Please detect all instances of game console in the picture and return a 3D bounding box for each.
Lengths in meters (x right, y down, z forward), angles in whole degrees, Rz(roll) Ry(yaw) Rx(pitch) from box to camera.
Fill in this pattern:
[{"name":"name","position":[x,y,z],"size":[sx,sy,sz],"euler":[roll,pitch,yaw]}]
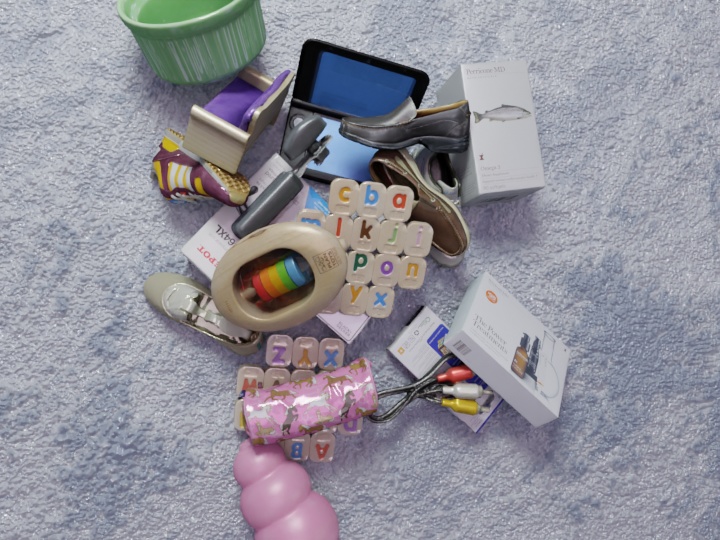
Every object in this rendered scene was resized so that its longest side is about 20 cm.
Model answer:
[{"name":"game console","position":[-0.014,-0.224,0.886],"size":[0.197,0.116,0.179],"euler":[13,84,-9]}]

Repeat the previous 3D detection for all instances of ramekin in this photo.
[{"name":"ramekin","position":[-0.230,-0.356,0.820],"size":[0.197,0.098,0.202],"euler":[-5,52,6]}]

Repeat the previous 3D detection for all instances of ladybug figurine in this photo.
[{"name":"ladybug figurine","position":[-0.103,0.003,0.767],"size":[0.197,0.072,0.137],"euler":[-21,106,13]}]

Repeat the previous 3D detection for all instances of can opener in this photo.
[{"name":"can opener","position":[-0.111,-0.127,0.807],"size":[0.066,0.053,0.201],"euler":[41,80,-22]}]

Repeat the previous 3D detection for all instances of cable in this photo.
[{"name":"cable","position":[0.102,0.180,0.881],"size":[0.197,0.050,0.099],"euler":[-5,86,-12]}]

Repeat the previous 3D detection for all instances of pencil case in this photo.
[{"name":"pencil case","position":[-0.070,0.186,0.825],"size":[0.197,0.083,0.088],"euler":[-12,82,-9]}]

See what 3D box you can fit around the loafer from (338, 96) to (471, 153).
[{"name":"loafer","position":[0.066,-0.219,0.844],"size":[0.197,0.073,0.073],"euler":[-1,121,-12]}]

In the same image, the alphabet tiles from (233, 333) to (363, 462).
[{"name":"alphabet tiles","position":[-0.090,0.196,0.873],"size":[0.197,0.015,0.199],"euler":[5,98,-11]}]

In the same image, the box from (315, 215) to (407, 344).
[{"name":"box","position":[0.000,0.000,0.899],"size":[0.116,0.060,0.201],"euler":[39,82,-6]}]

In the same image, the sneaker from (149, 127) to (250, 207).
[{"name":"sneaker","position":[-0.232,-0.123,0.824],"size":[0.200,0.075,0.091],"euler":[40,103,36]}]

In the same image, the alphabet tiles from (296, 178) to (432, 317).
[{"name":"alphabet tiles","position":[0.002,-0.028,0.826],"size":[0.197,0.015,0.199],"euler":[5,109,-12]}]

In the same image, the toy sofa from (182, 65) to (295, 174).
[{"name":"toy sofa","position":[-0.166,-0.232,0.813],"size":[0.082,0.201,0.098],"euler":[27,126,-8]}]

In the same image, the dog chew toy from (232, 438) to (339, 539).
[{"name":"dog chew toy","position":[-0.115,0.333,0.830],"size":[0.123,0.125,0.202],"euler":[-29,86,-11]}]

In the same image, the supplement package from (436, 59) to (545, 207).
[{"name":"supplement package","position":[0.206,-0.215,0.927],"size":[0.115,0.117,0.203],"euler":[-8,87,-11]}]

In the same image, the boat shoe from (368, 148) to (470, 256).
[{"name":"boat shoe","position":[0.082,-0.095,0.868],"size":[0.203,0.075,0.075],"euler":[49,38,1]}]

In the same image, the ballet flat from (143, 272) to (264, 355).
[{"name":"ballet flat","position":[-0.230,0.061,0.851],"size":[0.198,0.069,0.070],"euler":[29,81,-8]}]

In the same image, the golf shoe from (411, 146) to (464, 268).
[{"name":"golf shoe","position":[0.128,-0.102,0.916],"size":[0.077,0.097,0.203],"euler":[-16,91,-13]}]

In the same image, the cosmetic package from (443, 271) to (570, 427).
[{"name":"cosmetic package","position":[0.236,0.120,0.907],"size":[0.200,0.052,0.151],"euler":[41,41,-6]}]

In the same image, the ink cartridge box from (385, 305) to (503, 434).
[{"name":"ink cartridge box","position":[0.142,0.159,0.932],"size":[0.200,0.037,0.095],"euler":[44,80,-3]}]

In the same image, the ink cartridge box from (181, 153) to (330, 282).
[{"name":"ink cartridge box","position":[-0.145,-0.047,0.865],"size":[0.146,0.084,0.200],"euler":[43,79,-6]}]
